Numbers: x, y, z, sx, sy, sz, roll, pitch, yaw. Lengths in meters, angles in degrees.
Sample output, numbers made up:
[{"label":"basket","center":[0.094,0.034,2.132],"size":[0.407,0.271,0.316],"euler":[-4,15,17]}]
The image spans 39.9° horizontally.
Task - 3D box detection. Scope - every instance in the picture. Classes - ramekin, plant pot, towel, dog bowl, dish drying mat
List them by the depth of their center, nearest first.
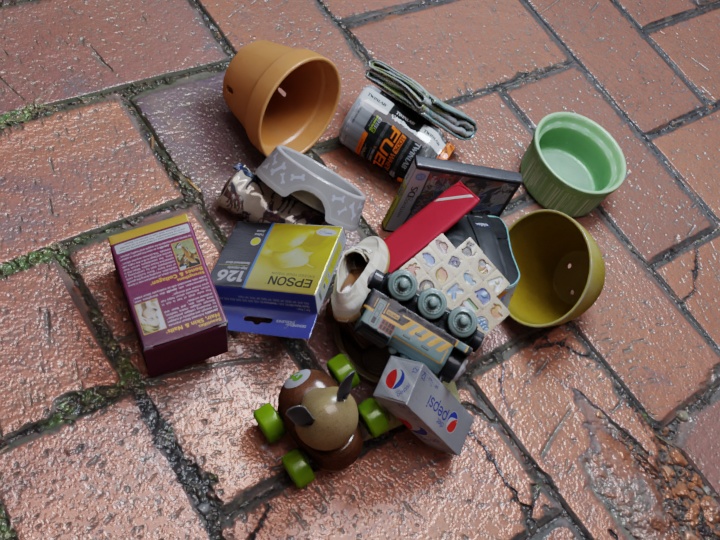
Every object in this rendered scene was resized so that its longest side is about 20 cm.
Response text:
[{"label":"dish drying mat","center":[0.104,-0.070,1.638],"size":[0.199,0.018,0.077],"euler":[-38,41,-1]},{"label":"dog bowl","center":[-0.078,-0.142,1.670],"size":[0.198,0.059,0.200],"euler":[30,10,-6]},{"label":"plant pot","center":[0.353,0.005,1.746],"size":[0.141,0.199,0.202],"euler":[11,49,-47]},{"label":"plant pot","center":[-0.151,-0.314,1.758],"size":[0.139,0.202,0.199],"euler":[36,50,28]},{"label":"towel","center":[0.114,-0.319,1.855],"size":[0.171,0.049,0.199],"euler":[40,12,32]},{"label":"ramekin","center":[0.412,-0.203,1.950],"size":[0.197,0.098,0.203],"euler":[11,54,-15]}]

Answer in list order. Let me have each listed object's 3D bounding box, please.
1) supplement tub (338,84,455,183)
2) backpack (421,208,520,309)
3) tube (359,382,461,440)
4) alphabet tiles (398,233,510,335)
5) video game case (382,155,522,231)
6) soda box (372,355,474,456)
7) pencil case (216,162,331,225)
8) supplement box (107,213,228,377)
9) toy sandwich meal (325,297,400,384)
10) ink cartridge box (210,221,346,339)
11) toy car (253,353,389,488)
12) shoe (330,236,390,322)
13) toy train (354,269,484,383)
[{"label":"supplement tub","center":[0.068,-0.240,1.823],"size":[0.198,0.123,0.123],"euler":[33,52,3]},{"label":"backpack","center":[0.173,0.002,1.672],"size":[0.173,0.155,0.201],"euler":[9,30,-17]},{"label":"tube","center":[0.076,0.208,1.568],"size":[0.198,0.059,0.052],"euler":[-19,45,-33]},{"label":"alphabet tiles","center":[0.136,0.043,1.544],"size":[0.199,0.006,0.167],"euler":[-39,83,-23]},{"label":"video game case","center":[0.158,-0.120,1.740],"size":[0.197,0.182,0.026],"euler":[7,53,-16]},{"label":"soda box","center":[0.098,0.205,1.485],"size":[0.063,0.200,0.069],"euler":[11,66,36]},{"label":"pencil case","center":[-0.140,-0.101,1.675],"size":[0.198,0.078,0.090],"euler":[30,66,1]},{"label":"supplement box","center":[-0.288,0.036,1.492],"size":[0.129,0.104,0.202],"euler":[-16,64,-15]},{"label":"toy sandwich meal","center":[0.045,0.092,1.621],"size":[0.202,0.071,0.208],"euler":[11,54,-15]},{"label":"ink cartridge box","center":[-0.141,0.009,1.565],"size":[0.194,0.047,0.202],"euler":[4,47,20]},{"label":"toy car","center":[-0.058,0.195,1.401],"size":[0.163,0.201,0.159],"euler":[-32,72,-12]},{"label":"shoe","center":[0.000,0.000,1.569],"size":[0.069,0.054,0.201],"euler":[-3,36,20]},{"label":"toy train","center":[0.085,0.082,1.474],"size":[0.198,0.085,0.115],"euler":[31,79,-3]}]
